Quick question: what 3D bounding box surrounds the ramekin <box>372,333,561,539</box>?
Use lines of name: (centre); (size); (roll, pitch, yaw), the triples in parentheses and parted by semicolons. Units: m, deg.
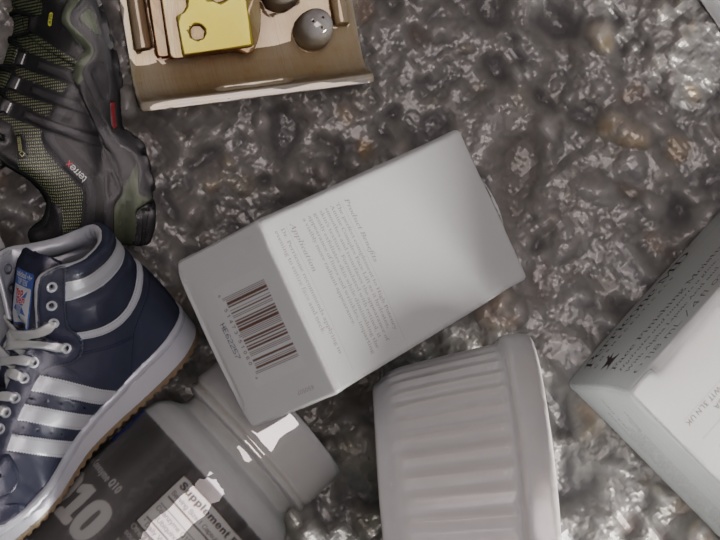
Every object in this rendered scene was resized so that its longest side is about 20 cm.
ramekin: (0.058, 0.139, 0.991); (0.093, 0.202, 0.205); (-4, 88, 1)

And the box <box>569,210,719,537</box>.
box: (0.270, 0.066, 1.057); (0.200, 0.131, 0.199); (44, 81, -4)

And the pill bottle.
pill bottle: (-0.114, 0.147, 0.997); (0.200, 0.114, 0.114); (-43, 94, -9)

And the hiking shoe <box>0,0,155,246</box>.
hiking shoe: (-0.186, -0.100, 1.015); (0.100, 0.076, 0.202); (-18, 91, -13)

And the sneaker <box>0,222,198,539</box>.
sneaker: (-0.185, 0.061, 0.965); (0.200, 0.070, 0.109); (-47, 126, -23)

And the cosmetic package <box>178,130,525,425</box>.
cosmetic package: (0.000, 0.000, 0.992); (0.199, 0.074, 0.102); (-26, 92, -51)

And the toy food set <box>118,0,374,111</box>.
toy food set: (-0.076, -0.200, 1.047); (0.142, 0.060, 0.202); (-9, 88, -10)

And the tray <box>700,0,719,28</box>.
tray: (0.246, -0.222, 1.123); (0.107, 0.022, 0.201); (-36, 94, -10)

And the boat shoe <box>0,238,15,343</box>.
boat shoe: (-0.233, 0.013, 1.006); (0.072, 0.066, 0.202); (-31, 116, -24)
